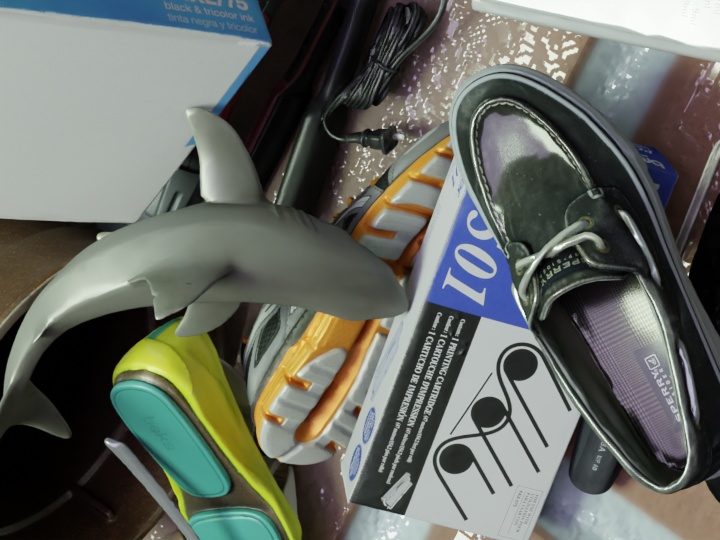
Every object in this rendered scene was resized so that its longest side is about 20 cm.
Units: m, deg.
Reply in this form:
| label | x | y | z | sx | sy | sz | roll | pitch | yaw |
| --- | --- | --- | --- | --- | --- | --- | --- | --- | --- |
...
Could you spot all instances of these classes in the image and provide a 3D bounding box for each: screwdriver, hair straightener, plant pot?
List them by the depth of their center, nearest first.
| label | x | y | z | sx | sy | sz | roll | pitch | yaw |
| --- | --- | --- | --- | --- | --- | --- | --- | --- | --- |
| screwdriver | 0.129 | 0.022 | 0.818 | 0.029 | 0.028 | 0.200 | 34 | 128 | 33 |
| hair straightener | -0.001 | -0.091 | 0.903 | 0.077 | 0.041 | 0.200 | 37 | 110 | 20 |
| plant pot | -0.210 | 0.042 | 0.960 | 0.198 | 0.200 | 0.201 | 26 | 110 | 32 |

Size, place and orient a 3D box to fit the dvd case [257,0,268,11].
| label | x | y | z | sx | sy | sz | roll | pitch | yaw |
| --- | --- | --- | --- | --- | --- | --- | --- | --- | --- |
| dvd case | -0.094 | -0.189 | 0.890 | 0.150 | 0.025 | 0.200 | -58 | 45 | 34 |

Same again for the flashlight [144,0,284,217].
| label | x | y | z | sx | sy | sz | roll | pitch | yaw |
| --- | --- | --- | --- | --- | --- | --- | --- | --- | --- |
| flashlight | -0.066 | -0.114 | 0.915 | 0.068 | 0.068 | 0.200 | 36 | 113 | 26 |

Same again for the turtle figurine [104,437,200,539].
| label | x | y | z | sx | sy | sz | roll | pitch | yaw |
| --- | --- | --- | --- | --- | --- | --- | --- | --- | --- |
| turtle figurine | -0.074 | 0.224 | 0.894 | 0.194 | 0.144 | 0.200 | 17 | 123 | -2 |

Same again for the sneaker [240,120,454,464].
| label | x | y | z | sx | sy | sz | roll | pitch | yaw |
| --- | --- | --- | --- | --- | --- | --- | --- | --- | --- |
| sneaker | 0.000 | 0.000 | 0.893 | 0.200 | 0.078 | 0.077 | -52 | 38 | 14 |

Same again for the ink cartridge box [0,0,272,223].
| label | x | y | z | sx | sy | sz | roll | pitch | yaw |
| --- | --- | --- | --- | --- | --- | --- | --- | --- | --- |
| ink cartridge box | -0.160 | -0.146 | 0.832 | 0.147 | 0.146 | 0.200 | -46 | 53 | 42 |

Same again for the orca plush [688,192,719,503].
| label | x | y | z | sx | sy | sz | roll | pitch | yaw |
| --- | --- | --- | --- | --- | --- | --- | --- | --- | --- |
| orca plush | 0.180 | 0.020 | 0.788 | 0.105 | 0.071 | 0.200 | 26 | 110 | 25 |

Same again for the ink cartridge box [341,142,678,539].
| label | x | y | z | sx | sy | sz | roll | pitch | yaw |
| --- | --- | --- | --- | --- | --- | --- | --- | --- | --- |
| ink cartridge box | 0.067 | 0.026 | 0.845 | 0.094 | 0.044 | 0.200 | 15 | 109 | -12 |

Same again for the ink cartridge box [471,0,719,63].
| label | x | y | z | sx | sy | sz | roll | pitch | yaw |
| --- | --- | --- | --- | --- | --- | --- | --- | --- | --- |
| ink cartridge box | 0.170 | -0.124 | 0.696 | 0.175 | 0.200 | 0.084 | 17 | 105 | 27 |

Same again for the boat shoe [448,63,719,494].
| label | x | y | z | sx | sy | sz | roll | pitch | yaw |
| --- | --- | --- | --- | --- | --- | --- | --- | --- | --- |
| boat shoe | 0.098 | 0.000 | 0.746 | 0.072 | 0.071 | 0.200 | -36 | 83 | 24 |

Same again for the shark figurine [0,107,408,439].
| label | x | y | z | sx | sy | sz | roll | pitch | yaw |
| --- | --- | --- | --- | --- | --- | --- | --- | --- | --- |
| shark figurine | -0.098 | 0.017 | 0.802 | 0.214 | 0.090 | 0.128 | -24 | 114 | 8 |

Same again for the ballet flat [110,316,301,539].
| label | x | y | z | sx | sy | sz | roll | pitch | yaw |
| --- | --- | --- | --- | --- | --- | --- | --- | --- | --- |
| ballet flat | -0.067 | 0.107 | 0.942 | 0.067 | 0.067 | 0.200 | -4 | 126 | 29 |

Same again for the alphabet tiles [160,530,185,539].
| label | x | y | z | sx | sy | sz | roll | pitch | yaw |
| --- | --- | --- | --- | --- | --- | --- | --- | --- | --- |
| alphabet tiles | -0.152 | 0.265 | 0.993 | 0.200 | 0.008 | 0.167 | -29 | 71 | 4 |
